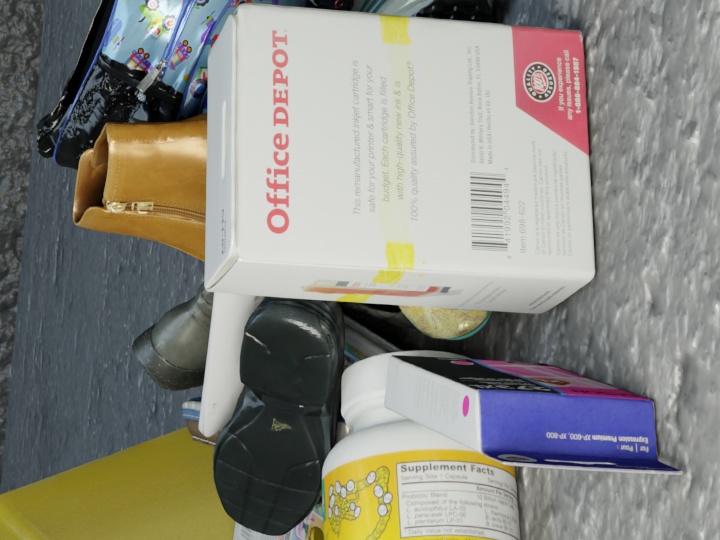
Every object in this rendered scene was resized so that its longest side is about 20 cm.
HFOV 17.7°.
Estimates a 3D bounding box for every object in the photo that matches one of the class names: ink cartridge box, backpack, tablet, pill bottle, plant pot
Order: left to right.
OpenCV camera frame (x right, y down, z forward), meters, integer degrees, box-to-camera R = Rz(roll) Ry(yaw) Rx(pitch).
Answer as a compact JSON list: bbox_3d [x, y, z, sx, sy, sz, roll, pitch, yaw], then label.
[{"bbox_3d":[-0.135,0.255,1.709,0.176,0.200,0.200,32,136,55],"label":"plant pot"},{"bbox_3d":[-0.095,-0.146,1.506,0.183,0.135,0.200,-28,-35,-61],"label":"backpack"},{"bbox_3d":[-0.045,0.006,1.392,0.014,0.130,0.200,36,143,20],"label":"tablet"},{"bbox_3d":[0.018,-0.059,1.258,0.083,0.200,0.145,138,133,-68],"label":"ink cartridge box"},{"bbox_3d":[0.035,0.152,1.313,0.113,0.113,0.200,128,143,-63],"label":"pill bottle"},{"bbox_3d":[0.085,0.073,1.186,0.200,0.095,0.037,-156,72,-73],"label":"ink cartridge box"}]

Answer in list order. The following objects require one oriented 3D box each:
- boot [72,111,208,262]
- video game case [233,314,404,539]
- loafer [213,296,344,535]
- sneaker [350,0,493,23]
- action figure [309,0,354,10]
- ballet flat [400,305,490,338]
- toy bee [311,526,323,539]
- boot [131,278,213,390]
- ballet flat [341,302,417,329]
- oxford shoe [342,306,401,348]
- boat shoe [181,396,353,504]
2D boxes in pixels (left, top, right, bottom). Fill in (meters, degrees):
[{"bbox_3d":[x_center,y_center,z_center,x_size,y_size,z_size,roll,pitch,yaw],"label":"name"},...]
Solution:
[{"bbox_3d":[-0.104,-0.032,1.416,0.201,0.144,0.071,105,160,-54],"label":"boot"},{"bbox_3d":[-0.014,0.132,1.529,0.182,0.024,0.200,30,118,45],"label":"video game case"},{"bbox_3d":[-0.041,0.080,1.397,0.072,0.073,0.200,-64,-6,-48],"label":"loafer"},{"bbox_3d":[0.030,-0.176,1.478,0.200,0.070,0.093,141,125,-72],"label":"sneaker"},{"bbox_3d":[-0.044,-0.241,1.661,0.193,0.105,0.200,-56,-15,-62],"label":"action figure"},{"bbox_3d":[0.038,-0.045,1.364,0.200,0.071,0.071,-93,16,-47],"label":"ballet flat"},{"bbox_3d":[-0.024,0.216,1.462,0.109,0.200,0.131,-52,-33,-52],"label":"toy bee"},{"bbox_3d":[-0.065,0.024,1.686,0.131,0.200,0.068,-45,72,29],"label":"boot"},{"bbox_3d":[0.000,0.000,1.481,0.200,0.057,0.066,10,96,48],"label":"ballet flat"},{"bbox_3d":[-0.018,-0.012,1.609,0.084,0.073,0.200,137,134,-70],"label":"oxford shoe"},{"bbox_3d":[-0.047,0.119,1.491,0.200,0.072,0.072,6,101,51],"label":"boat shoe"}]
